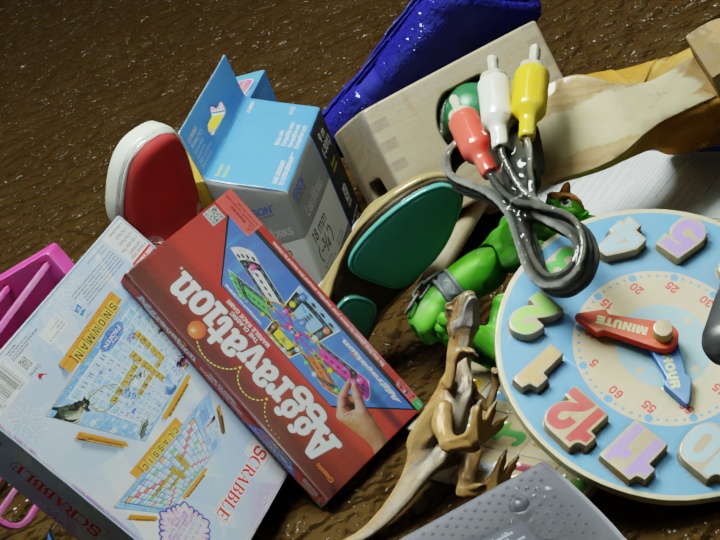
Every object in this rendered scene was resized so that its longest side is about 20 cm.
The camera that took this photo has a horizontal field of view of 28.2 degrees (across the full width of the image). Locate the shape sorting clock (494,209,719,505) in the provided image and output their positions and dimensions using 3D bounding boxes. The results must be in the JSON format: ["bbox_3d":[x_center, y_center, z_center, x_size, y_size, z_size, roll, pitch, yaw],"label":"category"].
[{"bbox_3d":[0.178,0.044,0.845,0.197,0.039,0.202,-3,58,5],"label":"shape sorting clock"}]

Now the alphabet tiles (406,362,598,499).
[{"bbox_3d":[0.129,0.088,0.925,0.198,0.006,0.166,7,41,46],"label":"alphabet tiles"}]

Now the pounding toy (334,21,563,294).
[{"bbox_3d":[0.078,-0.084,1.132,0.182,0.144,0.200,-28,3,-9],"label":"pounding toy"}]

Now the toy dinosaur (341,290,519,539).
[{"bbox_3d":[0.046,0.113,0.893,0.106,0.060,0.202,8,64,54],"label":"toy dinosaur"}]

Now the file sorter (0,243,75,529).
[{"bbox_3d":[-0.260,0.103,1.017,0.199,0.139,0.126,-25,23,35],"label":"file sorter"}]

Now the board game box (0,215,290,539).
[{"bbox_3d":[-0.137,0.092,0.935,0.041,0.199,0.201,-43,9,41],"label":"board game box"}]

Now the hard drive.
[{"bbox_3d":[0.088,0.187,0.742,0.134,0.043,0.200,-27,27,-6],"label":"hard drive"}]

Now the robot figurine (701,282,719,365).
[{"bbox_3d":[0.265,0.055,0.740,0.149,0.126,0.200,-2,34,35],"label":"robot figurine"}]

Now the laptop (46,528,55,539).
[{"bbox_3d":[-0.209,0.272,0.749,0.198,0.117,0.187,-29,27,-10],"label":"laptop"}]

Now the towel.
[{"bbox_3d":[0.055,-0.178,1.253,0.147,0.050,0.200,-7,-31,-50],"label":"towel"}]

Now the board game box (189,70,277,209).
[{"bbox_3d":[-0.093,-0.055,1.202,0.040,0.154,0.201,-12,30,18],"label":"board game box"}]

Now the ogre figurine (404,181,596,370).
[{"bbox_3d":[0.129,0.013,0.958,0.199,0.098,0.121,-8,45,59],"label":"ogre figurine"}]

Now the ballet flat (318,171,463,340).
[{"bbox_3d":[0.000,0.000,1.023,0.201,0.068,0.063,-55,32,20],"label":"ballet flat"}]

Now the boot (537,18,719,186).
[{"bbox_3d":[0.196,-0.100,1.004,0.199,0.072,0.144,-27,-19,14],"label":"boot"}]

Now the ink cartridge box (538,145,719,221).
[{"bbox_3d":[0.243,-0.075,1.088,0.198,0.047,0.198,4,37,40],"label":"ink cartridge box"}]

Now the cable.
[{"bbox_3d":[0.091,-0.056,0.901,0.097,0.050,0.202,-32,37,24],"label":"cable"}]

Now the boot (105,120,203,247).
[{"bbox_3d":[-0.110,-0.003,1.031,0.072,0.202,0.144,-36,53,-28],"label":"boot"}]

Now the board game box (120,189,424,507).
[{"bbox_3d":[-0.058,0.049,0.962,0.103,0.200,0.019,-41,-4,-30],"label":"board game box"}]

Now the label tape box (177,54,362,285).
[{"bbox_3d":[-0.059,-0.060,1.127,0.062,0.202,0.145,-14,28,18],"label":"label tape box"}]
